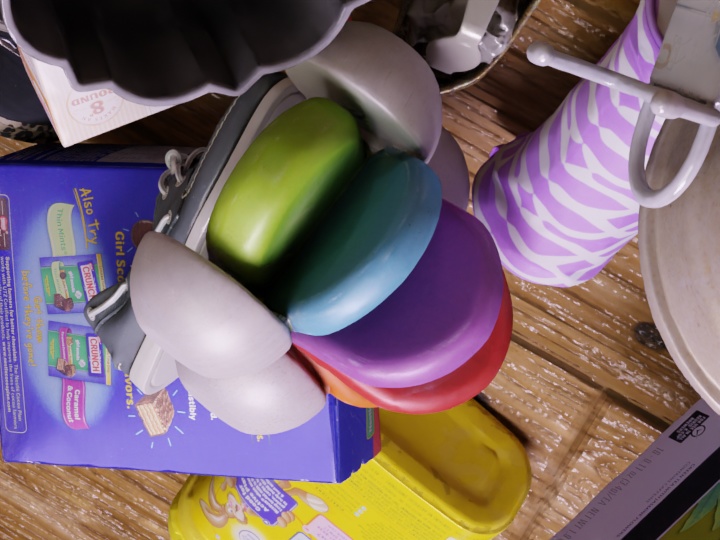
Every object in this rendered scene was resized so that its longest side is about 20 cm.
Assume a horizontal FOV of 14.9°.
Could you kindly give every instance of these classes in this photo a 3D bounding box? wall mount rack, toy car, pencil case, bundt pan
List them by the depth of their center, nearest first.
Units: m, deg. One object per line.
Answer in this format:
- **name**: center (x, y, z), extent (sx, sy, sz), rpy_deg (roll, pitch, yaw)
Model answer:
- **wall mount rack**: center (0.136, -0.123, 1.107), extent (0.074, 0.201, 0.174), rpy_deg (17, -174, -20)
- **bundt pan**: center (-0.076, -0.175, 1.171), extent (0.076, 0.201, 0.203), rpy_deg (-121, 13, -46)
- **toy car**: center (0.000, 0.000, 1.275), extent (0.150, 0.175, 0.200), rpy_deg (34, 168, 21)
- **pencil case**: center (0.123, -0.070, 1.287), extent (0.086, 0.084, 0.200), rpy_deg (63, 144, 17)

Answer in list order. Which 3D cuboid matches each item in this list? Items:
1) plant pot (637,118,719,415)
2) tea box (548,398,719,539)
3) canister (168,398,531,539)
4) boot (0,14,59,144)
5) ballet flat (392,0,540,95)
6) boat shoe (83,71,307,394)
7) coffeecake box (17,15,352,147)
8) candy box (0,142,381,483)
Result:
- **plant pot**: center (0.234, -0.025, 1.109), extent (0.200, 0.201, 0.183), rpy_deg (36, 167, -5)
- **tea box**: center (0.209, 0.164, 1.331), extent (0.134, 0.200, 0.196), rpy_deg (55, 165, -27)
- **canister**: center (-0.007, 0.132, 1.596), extent (0.148, 0.087, 0.200), rpy_deg (39, 141, -6)
- **boot**: center (-0.191, -0.127, 1.407), extent (0.203, 0.074, 0.153), rpy_deg (18, 154, -30)
- **ballet flat**: center (0.062, -0.140, 1.242), extent (0.070, 0.071, 0.200), rpy_deg (33, 150, -1)
- **boat shoe**: center (-0.086, -0.027, 1.362), extent (0.062, 0.073, 0.201), rpy_deg (41, 128, 18)
- **coffeecake box**: center (-0.100, -0.176, 1.262), extent (0.073, 0.153, 0.201), rpy_deg (-120, 12, -47)
- **candy box**: center (-0.094, 0.020, 1.467), extent (0.199, 0.077, 0.170), rpy_deg (3, 105, 21)
